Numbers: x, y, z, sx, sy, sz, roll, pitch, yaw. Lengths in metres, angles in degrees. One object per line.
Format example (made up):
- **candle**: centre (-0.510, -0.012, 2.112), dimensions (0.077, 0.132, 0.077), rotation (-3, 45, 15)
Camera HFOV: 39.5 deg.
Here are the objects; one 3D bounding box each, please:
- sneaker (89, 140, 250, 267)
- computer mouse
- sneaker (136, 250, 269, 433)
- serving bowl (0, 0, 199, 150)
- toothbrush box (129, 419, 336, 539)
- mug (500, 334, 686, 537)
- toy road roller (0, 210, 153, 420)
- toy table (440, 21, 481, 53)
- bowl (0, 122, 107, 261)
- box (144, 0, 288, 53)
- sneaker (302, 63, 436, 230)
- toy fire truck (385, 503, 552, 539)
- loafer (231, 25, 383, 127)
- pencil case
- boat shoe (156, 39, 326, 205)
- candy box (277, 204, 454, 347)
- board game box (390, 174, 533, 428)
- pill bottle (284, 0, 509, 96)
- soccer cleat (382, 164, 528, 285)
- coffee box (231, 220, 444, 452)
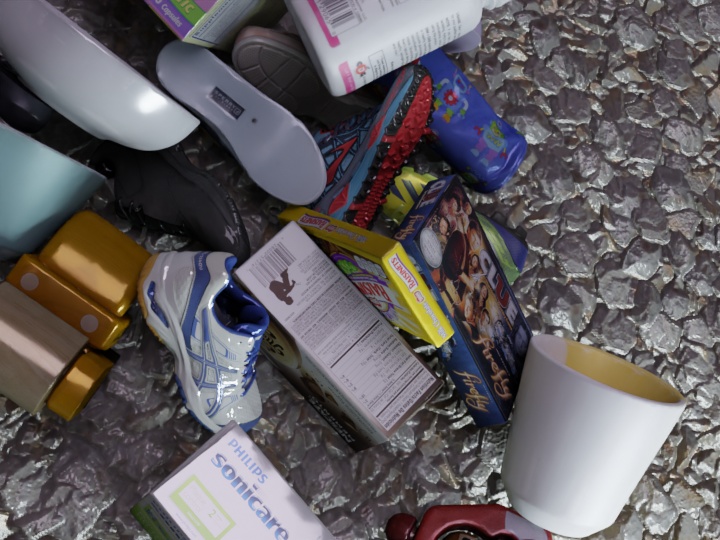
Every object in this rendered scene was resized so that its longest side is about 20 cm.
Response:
- **sneaker**: centre (-0.176, -0.063, 0.930), dimensions (0.091, 0.076, 0.200), rotation (-38, 61, -14)
- **computer mouse**: centre (-0.310, -0.159, 0.881), dimensions (0.059, 0.200, 0.034), rotation (35, 93, -32)
- **sneaker**: centre (-0.115, 0.068, 0.860), dimensions (0.088, 0.201, 0.076), rotation (-7, 40, 18)
- **serving bowl**: centre (-0.235, -0.163, 0.852), dimensions (0.200, 0.200, 0.066), rotation (37, 93, -4)
- **toothbrush box**: centre (-0.102, 0.214, 0.807), dimensions (0.086, 0.200, 0.146), rotation (-40, 89, -25)
- **mug**: centre (0.218, 0.164, 0.940), dimensions (0.186, 0.149, 0.154), rotation (15, 101, -22)
- **toy road roller**: centre (-0.242, 0.027, 0.822), dimensions (0.123, 0.200, 0.146), rotation (35, 86, -6)
- **toy table**: centre (0.043, -0.305, 1.040), dimensions (0.199, 0.183, 0.118), rotation (9, 82, -46)
- **bowl**: centre (-0.328, -0.079, 0.846), dimensions (0.200, 0.201, 0.105), rotation (28, 87, -8)
- **box**: centre (-0.162, -0.303, 0.944), dimensions (0.097, 0.200, 0.176), rotation (-43, 90, 11)
- **sneaker**: centre (-0.007, -0.119, 0.963), dimensions (0.095, 0.201, 0.079), rotation (39, 21, 20)
- **toy fire truck**: centre (0.083, 0.298, 0.900), dimensions (0.167, 0.112, 0.201), rotation (23, 65, 10)
- **loafer**: centre (-0.046, -0.194, 1.011), dimensions (0.199, 0.072, 0.063), rotation (26, 48, -35)
- **pencil case**: centre (0.086, -0.169, 1.028), dimensions (0.200, 0.078, 0.087), rotation (41, 72, -22)
- **boat shoe**: centre (-0.109, -0.141, 0.969), dimensions (0.200, 0.091, 0.071), rotation (44, 90, -1)
- **candy box**: centre (0.000, 0.000, 0.896), dimensions (0.026, 0.200, 0.102), rotation (-43, 119, -14)
- **board game box**: centre (0.100, 0.027, 0.949), dimensions (0.201, 0.034, 0.136), rotation (61, 33, -20)
- **pill bottle**: centre (0.040, -0.250, 0.905), dimensions (0.199, 0.113, 0.114), rotation (-26, 82, -1)
- **soccer cleat**: centre (0.078, -0.042, 1.023), dimensions (0.199, 0.065, 0.084), rotation (28, 76, -7)
- **coffee box**: centre (-0.032, 0.065, 0.924), dimensions (0.200, 0.113, 0.080), rotation (47, 68, 0)
